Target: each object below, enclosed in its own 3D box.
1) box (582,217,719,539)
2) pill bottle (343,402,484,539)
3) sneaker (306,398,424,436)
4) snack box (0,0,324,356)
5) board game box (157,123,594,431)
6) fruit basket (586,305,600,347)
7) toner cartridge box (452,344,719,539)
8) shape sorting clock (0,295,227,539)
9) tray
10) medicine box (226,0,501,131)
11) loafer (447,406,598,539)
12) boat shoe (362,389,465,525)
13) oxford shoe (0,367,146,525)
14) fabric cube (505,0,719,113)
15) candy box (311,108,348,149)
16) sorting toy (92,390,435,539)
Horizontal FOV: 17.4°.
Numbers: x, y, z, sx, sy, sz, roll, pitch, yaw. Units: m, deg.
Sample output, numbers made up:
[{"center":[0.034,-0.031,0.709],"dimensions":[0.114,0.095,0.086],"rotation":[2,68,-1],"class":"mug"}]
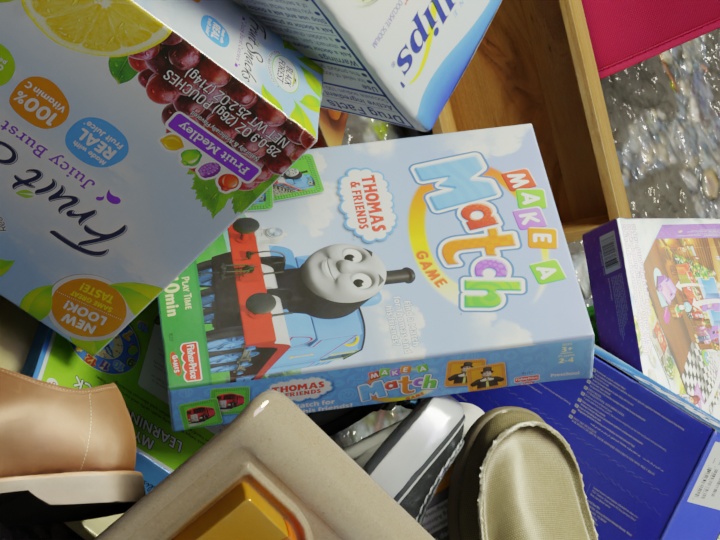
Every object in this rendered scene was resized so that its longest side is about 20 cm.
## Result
[{"center":[0.204,0.070,1.319],"dimensions":[0.137,0.039,0.200],"rotation":[-1,76,-29],"class":"box"},{"center":[0.054,0.179,1.228],"dimensions":[0.116,0.116,0.200],"rotation":[-32,98,-50],"class":"pill bottle"},{"center":[0.020,0.046,1.223],"dimensions":[0.200,0.073,0.082],"rotation":[-36,133,-45],"class":"sneaker"},{"center":[-0.145,-0.078,1.052],"dimensions":[0.200,0.169,0.068],"rotation":[37,30,-20],"class":"snack box"},{"center":[0.000,0.000,1.140],"dimensions":[0.037,0.200,0.151],"rotation":[89,-8,-45],"class":"board game box"},{"center":[0.214,0.101,1.413],"dimensions":[0.215,0.155,0.216],"rotation":[21,59,-40],"class":"fruit basket"},{"center":[0.118,0.091,1.264],"dimensions":[0.043,0.200,0.095],"rotation":[21,98,-40],"class":"toner cartridge box"},{"center":[-0.104,0.055,1.165],"dimensions":[0.200,0.039,0.200],"rotation":[26,47,-31],"class":"shape sorting clock"},{"center":[0.088,-0.113,1.375],"dimensions":[0.037,0.099,0.200],"rotation":[-43,120,-68],"class":"tray"},{"center":[-0.056,-0.171,1.086],"dimensions":[0.103,0.182,0.200],"rotation":[-61,141,-16],"class":"medicine box"},{"center":[0.093,0.164,1.146],"dimensions":[0.076,0.067,0.200],"rotation":[-3,82,-32],"class":"loafer"},{"center":[0.005,0.152,1.133],"dimensions":[0.068,0.200,0.072],"rotation":[33,7,1],"class":"boat shoe"},{"center":[-0.188,0.075,1.030],"dimensions":[0.200,0.071,0.071],"rotation":[3,75,-41],"class":"oxford shoe"},{"center":[0.158,-0.234,1.445],"dimensions":[0.200,0.196,0.200],"rotation":[65,27,-4],"class":"fabric cube"},{"center":[-0.033,-0.171,1.301],"dimensions":[0.117,0.056,0.200],"rotation":[66,28,-50],"class":"candy box"},{"center":[-0.054,0.178,1.073],"dimensions":[0.185,0.200,0.036],"rotation":[46,4,-25],"class":"sorting toy"}]
